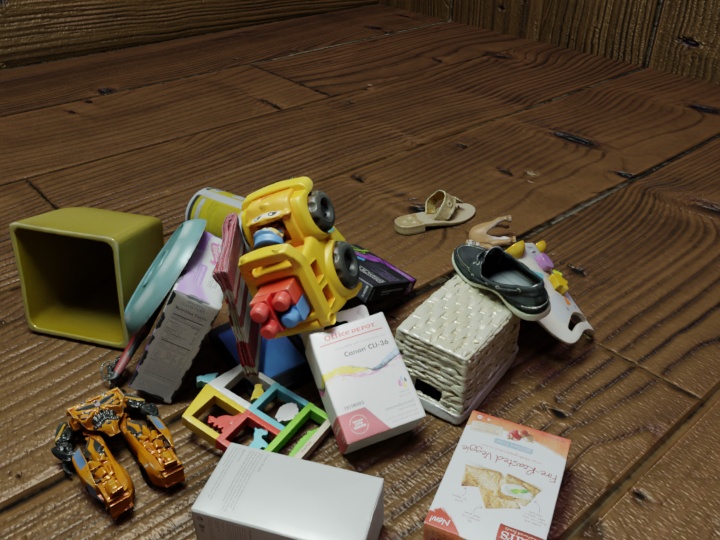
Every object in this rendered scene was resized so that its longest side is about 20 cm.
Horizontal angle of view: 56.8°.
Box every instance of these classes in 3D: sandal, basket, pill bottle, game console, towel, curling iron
[{"bbox_3d":[0.169,-0.138,1.442,0.211,0.070,0.078,-18,37,-26],"label":"sandal"},{"bbox_3d":[0.146,0.109,1.009,0.135,0.124,0.200,23,38,29],"label":"basket"},{"bbox_3d":[-0.243,-0.090,1.326,0.200,0.112,0.112,20,38,28],"label":"pill bottle"},{"bbox_3d":[-0.131,0.083,1.063,0.116,0.176,0.200,11,21,-41],"label":"game console"},{"bbox_3d":[-0.172,0.037,0.959,0.023,0.200,0.144,-6,37,2],"label":"towel"},{"bbox_3d":[-0.343,0.086,1.036,0.050,0.026,0.200,12,69,43],"label":"curling iron"}]

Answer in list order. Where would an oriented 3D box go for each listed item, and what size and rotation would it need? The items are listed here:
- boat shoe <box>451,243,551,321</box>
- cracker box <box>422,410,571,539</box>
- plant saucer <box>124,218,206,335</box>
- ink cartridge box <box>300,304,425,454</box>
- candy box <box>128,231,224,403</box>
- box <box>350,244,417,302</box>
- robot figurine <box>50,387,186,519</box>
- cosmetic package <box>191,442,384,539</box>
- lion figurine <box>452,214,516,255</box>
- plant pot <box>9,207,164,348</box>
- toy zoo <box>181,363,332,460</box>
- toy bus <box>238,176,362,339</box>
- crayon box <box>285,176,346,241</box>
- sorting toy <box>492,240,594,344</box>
[{"bbox_3d":[0.206,-0.002,1.002,0.074,0.066,0.199,-25,40,-13],"label":"boat shoe"},{"bbox_3d":[0.171,0.273,0.817,0.134,0.058,0.200,13,36,20],"label":"cracker box"},{"bbox_3d":[-0.293,0.002,0.982,0.027,0.200,0.200,35,27,-19],"label":"plant saucer"},{"bbox_3d":[-0.004,0.137,0.930,0.116,0.068,0.200,-16,66,-16],"label":"ink cartridge box"},{"bbox_3d":[-0.261,0.066,0.997,0.071,0.200,0.168,25,29,-14],"label":"candy box"},{"bbox_3d":[0.000,0.000,1.159,0.143,0.036,0.200,31,16,20],"label":"box"},{"bbox_3d":[-0.321,0.228,0.881,0.145,0.058,0.200,-23,40,-33],"label":"robot figurine"},{"bbox_3d":[-0.080,0.284,0.772,0.200,0.085,0.108,11,35,15],"label":"cosmetic package"},{"bbox_3d":[0.247,-0.053,1.327,0.122,0.073,0.200,-7,17,12],"label":"lion figurine"},{"bbox_3d":[-0.437,-0.011,1.144,0.194,0.196,0.200,9,25,13],"label":"plant pot"},{"bbox_3d":[-0.152,0.202,0.926,0.200,0.020,0.131,26,41,20],"label":"toy zoo"},{"bbox_3d":[-0.105,-0.003,0.921,0.135,0.200,0.192,-14,22,25],"label":"toy bus"},{"bbox_3d":[-0.100,-0.067,1.271,0.051,0.200,0.127,-31,21,26],"label":"crayon box"},{"bbox_3d":[0.308,0.047,1.107,0.180,0.107,0.200,51,29,21],"label":"sorting toy"}]
